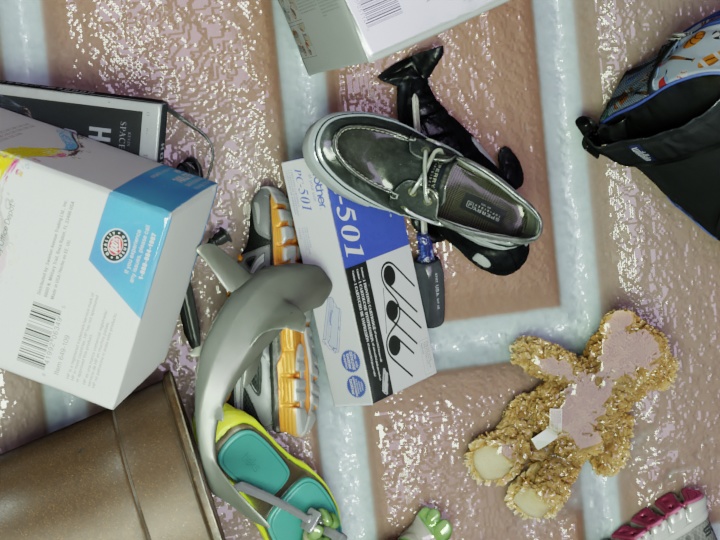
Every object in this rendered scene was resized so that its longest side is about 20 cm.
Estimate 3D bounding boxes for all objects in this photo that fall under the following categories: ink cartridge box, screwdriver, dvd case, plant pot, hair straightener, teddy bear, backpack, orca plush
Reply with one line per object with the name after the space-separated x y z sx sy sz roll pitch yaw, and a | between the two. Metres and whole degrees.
0.000 0.000 1.435 0.094 0.044 0.200 -22 102 -52 | ink cartridge box
0.047 -0.046 1.454 0.029 0.028 0.200 -12 112 -4 | screwdriver
-0.228 -0.018 1.265 0.200 0.146 0.147 20 103 4 | ink cartridge box
-0.249 -0.065 1.348 0.200 0.025 0.151 8 101 8 | dvd case
-0.206 0.200 1.347 0.198 0.200 0.201 -17 98 -7 | plant pot
-0.142 -0.034 1.426 0.077 0.041 0.200 -5 91 -15 | hair straightener
0.176 0.118 1.512 0.145 0.067 0.200 25 93 -6 | teddy bear
0.314 -0.124 1.462 0.200 0.190 0.154 34 69 -15 | backpack
0.090 -0.086 1.463 0.105 0.071 0.200 -16 98 -14 | orca plush
0.043 -0.224 1.374 0.175 0.200 0.084 -25 99 -12 | ink cartridge box

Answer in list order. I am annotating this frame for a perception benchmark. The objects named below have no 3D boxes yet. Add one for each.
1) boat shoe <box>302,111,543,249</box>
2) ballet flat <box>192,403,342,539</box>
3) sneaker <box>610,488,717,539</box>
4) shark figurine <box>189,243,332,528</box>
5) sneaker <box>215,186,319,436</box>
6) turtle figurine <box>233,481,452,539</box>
0.055 -0.072 1.377 0.200 0.071 0.072 20 83 -19 | boat shoe
-0.075 0.168 1.430 0.067 0.067 0.200 -44 134 -11 | ballet flat
0.230 0.272 1.523 0.200 0.074 0.088 -33 95 -16 | sneaker
-0.075 0.065 1.295 0.128 0.089 0.215 46 55 -40 | shark figurine
-0.080 0.032 1.427 0.077 0.078 0.200 -3 82 18 | sneaker
0.019 0.244 1.398 0.194 0.144 0.200 -21 115 -42 | turtle figurine
